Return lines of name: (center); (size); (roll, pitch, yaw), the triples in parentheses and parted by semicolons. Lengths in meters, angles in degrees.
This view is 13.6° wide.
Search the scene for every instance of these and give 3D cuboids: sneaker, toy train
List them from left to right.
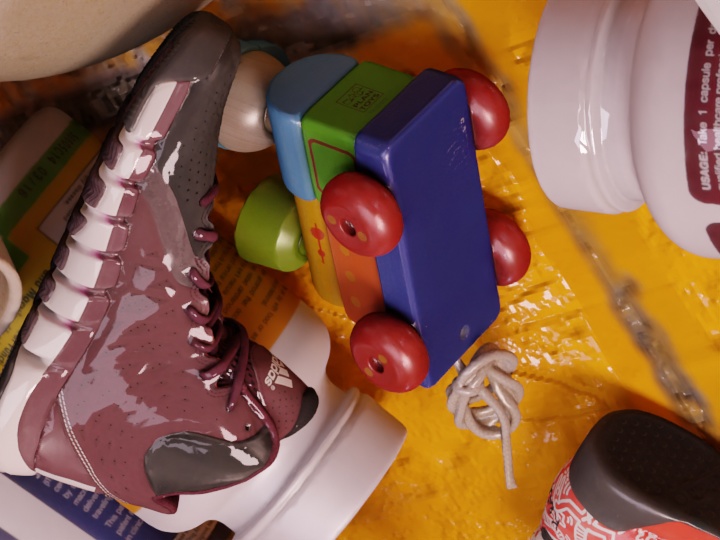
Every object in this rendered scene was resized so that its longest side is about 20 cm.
sneaker: (-0.058, 0.006, 1.130); (0.115, 0.076, 0.200); (24, 115, -6)
toy train: (0.000, 0.000, 1.184); (0.116, 0.085, 0.200); (23, 142, 32)
sneaker: (0.159, 0.146, 1.215); (0.201, 0.067, 0.108); (33, 136, 6)

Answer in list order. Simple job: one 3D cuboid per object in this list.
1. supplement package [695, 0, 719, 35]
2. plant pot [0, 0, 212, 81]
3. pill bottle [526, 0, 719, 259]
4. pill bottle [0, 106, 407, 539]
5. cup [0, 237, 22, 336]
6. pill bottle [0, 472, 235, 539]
supplement package: (0.147, -0.200, 0.815); (0.200, 0.191, 0.147); (-32, 108, 23)
plant pot: (-0.140, -0.146, 1.095); (0.200, 0.135, 0.201); (15, 132, 17)
pill bottle: (0.163, -0.057, 1.012); (0.200, 0.113, 0.113); (5, 128, 26)
pill bottle: (-0.083, 0.035, 1.227); (0.200, 0.111, 0.111); (38, 135, -4)
cup: (-0.241, -0.026, 1.111); (0.200, 0.200, 0.144); (-40, 64, 44)
pill bottle: (-0.150, 0.115, 1.331); (0.200, 0.111, 0.111); (35, 135, 0)
